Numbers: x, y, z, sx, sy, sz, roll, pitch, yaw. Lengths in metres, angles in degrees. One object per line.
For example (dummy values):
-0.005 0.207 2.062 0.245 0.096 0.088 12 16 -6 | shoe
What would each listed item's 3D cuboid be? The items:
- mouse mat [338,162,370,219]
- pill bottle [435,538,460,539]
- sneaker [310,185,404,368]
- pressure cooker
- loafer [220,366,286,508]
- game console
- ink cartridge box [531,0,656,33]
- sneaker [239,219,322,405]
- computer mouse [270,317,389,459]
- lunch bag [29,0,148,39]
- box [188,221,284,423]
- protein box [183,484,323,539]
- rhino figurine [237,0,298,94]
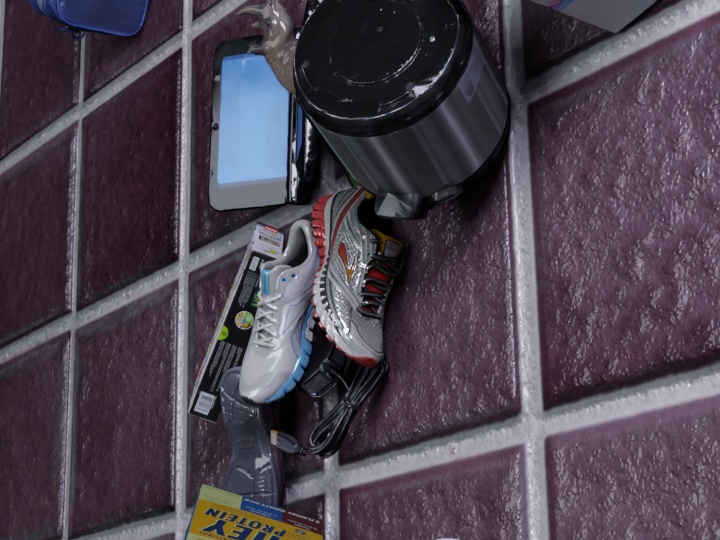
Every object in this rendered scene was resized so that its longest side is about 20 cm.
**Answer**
0.018 -0.168 1.677 0.162 0.007 0.201 -58 41 27 | mouse mat
0.054 0.301 1.404 0.200 0.110 0.112 -33 55 47 | pill bottle
0.000 0.000 1.585 0.082 0.078 0.202 -23 58 29 | sneaker
0.046 -0.154 1.474 0.175 0.200 0.179 -37 56 3 | pressure cooker
-0.105 0.199 1.710 0.071 0.063 0.202 -1 95 35 | loafer
-0.105 -0.176 1.742 0.176 0.115 0.202 120 151 -78 | game console
0.177 -0.315 1.324 0.144 0.199 0.147 -37 53 40 | ink cartridge box
-0.084 0.038 1.633 0.074 0.087 0.202 7 66 40 | sneaker
-0.056 0.118 1.650 0.199 0.046 0.141 26 80 46 | computer mouse
-0.363 -0.411 2.173 0.132 0.135 0.202 30 106 54 | lunch bag
-0.136 0.055 1.767 0.110 0.034 0.202 -91 22 -72 | box
-0.128 0.347 1.559 0.199 0.134 0.202 -94 21 -80 | protein box
-0.040 -0.214 1.632 0.088 0.199 0.060 -61 -2 13 | rhino figurine
